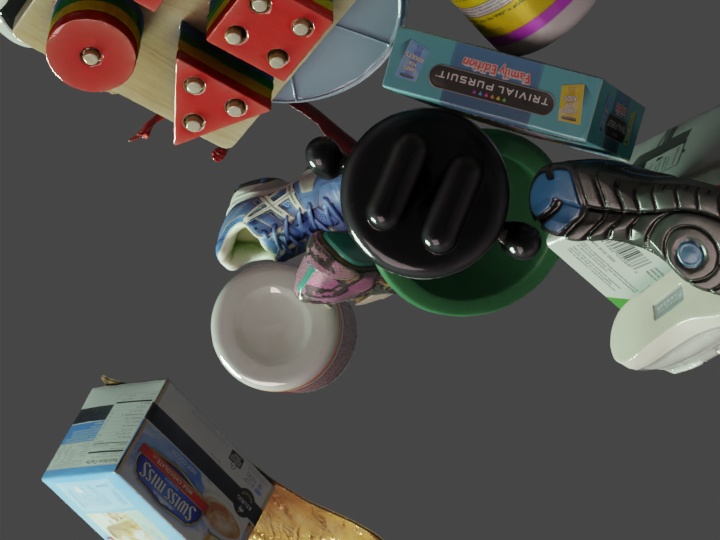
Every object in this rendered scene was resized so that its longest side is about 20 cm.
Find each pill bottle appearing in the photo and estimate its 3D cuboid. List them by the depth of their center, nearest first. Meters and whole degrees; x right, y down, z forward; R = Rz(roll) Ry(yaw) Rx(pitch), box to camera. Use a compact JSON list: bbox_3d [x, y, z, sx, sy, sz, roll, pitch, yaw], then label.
[{"bbox_3d":[0.074,-0.248,1.397,0.200,0.104,0.104,43,143,-24],"label":"pill bottle"},{"bbox_3d":[-0.062,0.054,1.830,0.113,0.113,0.200,21,179,9],"label":"pill bottle"}]

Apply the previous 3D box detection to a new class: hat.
[{"bbox_3d":[0.062,-0.085,1.692,0.165,0.176,0.200,-35,122,6],"label":"hat"}]

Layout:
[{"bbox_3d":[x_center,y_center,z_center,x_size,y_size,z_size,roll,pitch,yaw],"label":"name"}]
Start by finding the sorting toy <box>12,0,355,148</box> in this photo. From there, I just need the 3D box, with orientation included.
[{"bbox_3d":[-0.132,-0.185,1.523,0.200,0.070,0.199,27,129,-22],"label":"sorting toy"}]

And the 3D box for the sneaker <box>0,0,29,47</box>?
[{"bbox_3d":[-0.256,-0.254,1.647,0.112,0.073,0.200,10,142,26],"label":"sneaker"}]

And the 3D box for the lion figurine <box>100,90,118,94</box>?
[{"bbox_3d":[-0.160,-0.202,1.650,0.199,0.073,0.123,-8,144,28],"label":"lion figurine"}]

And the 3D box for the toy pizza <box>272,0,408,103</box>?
[{"bbox_3d":[-0.062,-0.213,1.565,0.199,0.032,0.201,1,133,1],"label":"toy pizza"}]

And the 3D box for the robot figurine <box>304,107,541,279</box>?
[{"bbox_3d":[0.046,-0.052,1.485,0.151,0.125,0.200,62,-179,0],"label":"robot figurine"}]

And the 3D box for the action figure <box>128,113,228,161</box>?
[{"bbox_3d":[-0.115,-0.135,1.690,0.065,0.099,0.200,46,145,-13],"label":"action figure"}]

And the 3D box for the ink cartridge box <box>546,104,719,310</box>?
[{"bbox_3d":[0.267,-0.035,1.567,0.147,0.083,0.200,41,144,-19],"label":"ink cartridge box"}]

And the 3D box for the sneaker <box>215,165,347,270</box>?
[{"bbox_3d":[-0.048,-0.044,1.782,0.200,0.077,0.076,-17,125,44],"label":"sneaker"}]

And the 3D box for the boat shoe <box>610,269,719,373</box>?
[{"bbox_3d":[0.270,0.029,1.522,0.068,0.072,0.200,16,143,-27],"label":"boat shoe"}]

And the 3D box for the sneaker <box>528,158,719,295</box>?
[{"bbox_3d":[0.224,-0.042,1.452,0.200,0.082,0.073,22,114,24],"label":"sneaker"}]

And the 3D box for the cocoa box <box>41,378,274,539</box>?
[{"bbox_3d":[-0.220,0.234,2.224,0.133,0.131,0.200,-10,131,43],"label":"cocoa box"}]

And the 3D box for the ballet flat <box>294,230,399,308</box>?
[{"bbox_3d":[0.000,0.000,1.722,0.069,0.200,0.071,49,112,17],"label":"ballet flat"}]

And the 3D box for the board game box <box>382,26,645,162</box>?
[{"bbox_3d":[0.116,-0.126,1.483,0.151,0.047,0.200,16,-176,16],"label":"board game box"}]
